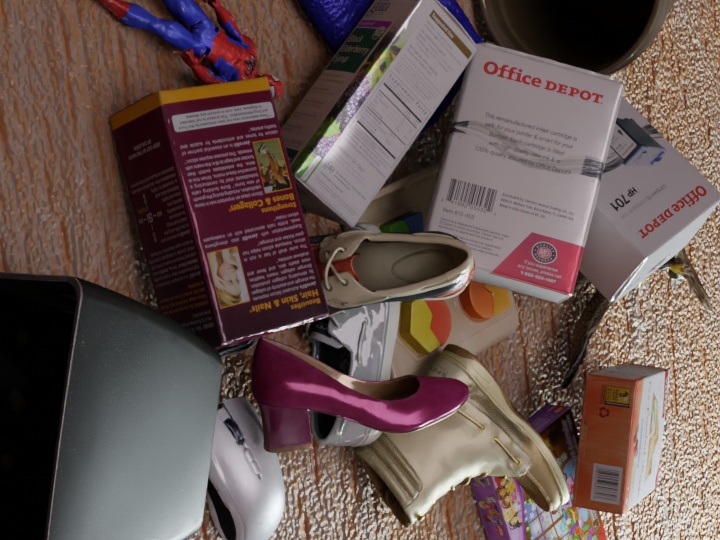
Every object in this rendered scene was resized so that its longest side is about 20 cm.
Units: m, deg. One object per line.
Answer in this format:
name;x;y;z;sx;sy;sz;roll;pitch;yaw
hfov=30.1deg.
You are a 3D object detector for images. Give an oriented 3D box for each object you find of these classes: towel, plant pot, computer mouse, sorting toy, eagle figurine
towel;0.033;-0.236;1.245;0.200;0.049;0.148;49;60;-31
plant pot;0.240;-0.297;1.355;0.173;0.198;0.203;-20;105;-56
computer mouse;-0.104;0.147;1.137;0.109;0.044;0.202;-32;111;-37
plant pot;-0.211;0.110;0.956;0.177;0.198;0.203;11;84;-52
sorting toy;0.077;0.002;1.299;0.184;0.036;0.203;-26;108;-38
eagle figurine;0.260;0.011;1.424;0.198;0.151;0.153;-27;67;-7

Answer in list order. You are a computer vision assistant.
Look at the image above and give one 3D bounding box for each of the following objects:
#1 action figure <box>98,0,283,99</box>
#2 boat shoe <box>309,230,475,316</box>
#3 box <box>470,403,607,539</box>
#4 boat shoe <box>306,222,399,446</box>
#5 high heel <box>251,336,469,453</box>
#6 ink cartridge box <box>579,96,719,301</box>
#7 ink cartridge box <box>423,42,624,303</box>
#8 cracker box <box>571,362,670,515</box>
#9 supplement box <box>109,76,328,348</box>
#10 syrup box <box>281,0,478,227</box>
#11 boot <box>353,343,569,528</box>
action figure;-0.137;-0.196;1.099;0.199;0.051;0.066;33;66;-40
boat shoe;0.000;0.000;1.147;0.197;0.063;0.072;-3;79;1
box;0.193;0.262;1.406;0.136;0.039;0.202;-31;111;-36
boat shoe;-0.013;0.059;1.198;0.071;0.070;0.204;-1;94;-44
high heel;0.002;0.090;1.146;0.197;0.067;0.097;-8;103;-17
ink cartridge box;0.239;-0.091;1.342;0.146;0.086;0.200;-33;72;-36
ink cartridge box;0.145;-0.088;1.230;0.143;0.084;0.203;15;84;2
cracker box;0.278;0.172;1.410;0.200;0.057;0.136;0;96;-68
supplement box;-0.113;-0.043;1.075;0.109;0.085;0.203;-14;90;-40
syrup box;0.007;-0.145;1.173;0.081;0.078;0.201;40;80;-31
boot;0.098;0.193;1.275;0.155;0.073;0.201;-45;111;-17
